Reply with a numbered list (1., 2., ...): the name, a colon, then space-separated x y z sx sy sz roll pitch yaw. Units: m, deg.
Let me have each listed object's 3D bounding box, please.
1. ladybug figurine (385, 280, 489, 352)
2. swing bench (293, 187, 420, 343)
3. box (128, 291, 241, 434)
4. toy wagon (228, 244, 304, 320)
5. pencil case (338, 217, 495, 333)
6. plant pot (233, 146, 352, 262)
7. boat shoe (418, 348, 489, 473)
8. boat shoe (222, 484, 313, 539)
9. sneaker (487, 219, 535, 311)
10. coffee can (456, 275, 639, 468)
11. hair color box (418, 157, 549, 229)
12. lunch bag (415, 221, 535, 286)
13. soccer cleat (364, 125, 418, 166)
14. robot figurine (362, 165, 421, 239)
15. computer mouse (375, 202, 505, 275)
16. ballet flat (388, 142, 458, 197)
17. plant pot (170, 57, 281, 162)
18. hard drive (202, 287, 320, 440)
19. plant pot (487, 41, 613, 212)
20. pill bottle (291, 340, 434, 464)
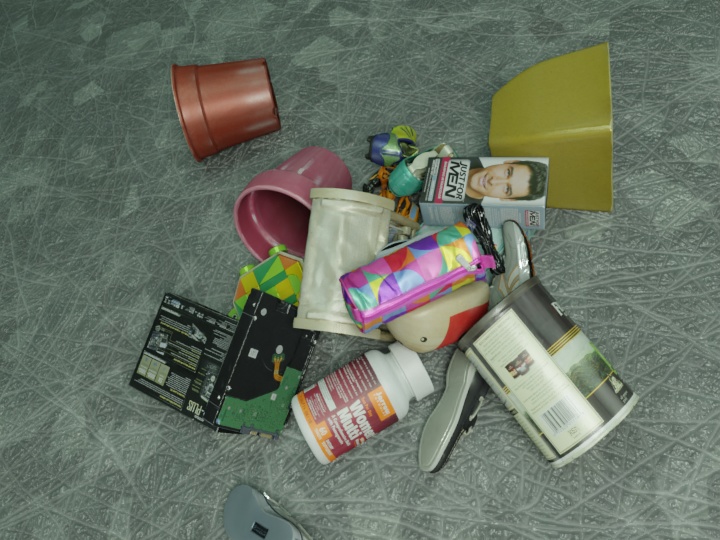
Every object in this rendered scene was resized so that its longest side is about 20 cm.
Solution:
1. ladybug figurine: 0.119 0.065 0.907 0.197 0.074 0.134 -18 2 -43
2. swing bench: 0.000 0.000 0.961 0.126 0.199 0.205 5 83 19
3. box: -0.253 0.149 1.020 0.196 0.086 0.168 17 82 26
4. toy wagon: -0.159 0.060 1.067 0.197 0.039 0.158 -30 76 17
5. pencil case: 0.070 0.008 0.815 0.196 0.089 0.090 -25 54 -3
6. plant pot: -0.103 -0.118 1.123 0.195 0.204 0.181 8 44 21
7. boat shoe: 0.144 0.202 0.909 0.073 0.060 0.203 -24 36 57
8. boat shoe: -0.119 0.364 0.878 0.199 0.086 0.076 0 57 52
9. sneaker: 0.221 0.026 0.958 0.090 0.075 0.206 -7 83 21
10. coffee can: 0.245 0.133 0.836 0.145 0.147 0.201 -36 75 -9
11. hair color box: 0.200 -0.126 1.009 0.194 0.061 0.101 4 59 19
12. lunch bag: 0.189 -0.065 1.057 0.159 0.078 0.200 35 72 31
13. soccer cleat: 0.076 -0.227 1.162 0.082 0.067 0.200 15 22 19
14. robot figurine: 0.056 -0.115 1.141 0.141 0.059 0.204 9 61 18
15. computer mouse: 0.114 -0.021 0.895 0.195 0.044 0.113 -19 93 -18
16. ballet flat: 0.131 -0.189 1.117 0.198 0.070 0.068 -32 83 -39
17. plant pot: -0.275 -0.351 1.325 0.190 0.203 0.205 -13 54 -2
18. hard drive: -0.144 0.145 0.952 0.037 0.138 0.205 12 80 45
19. plant pot: 0.322 -0.229 1.063 0.195 0.197 0.199 -2 56 22
20. pill bottle: 0.004 0.189 0.929 0.197 0.110 0.111 -30 54 -4
